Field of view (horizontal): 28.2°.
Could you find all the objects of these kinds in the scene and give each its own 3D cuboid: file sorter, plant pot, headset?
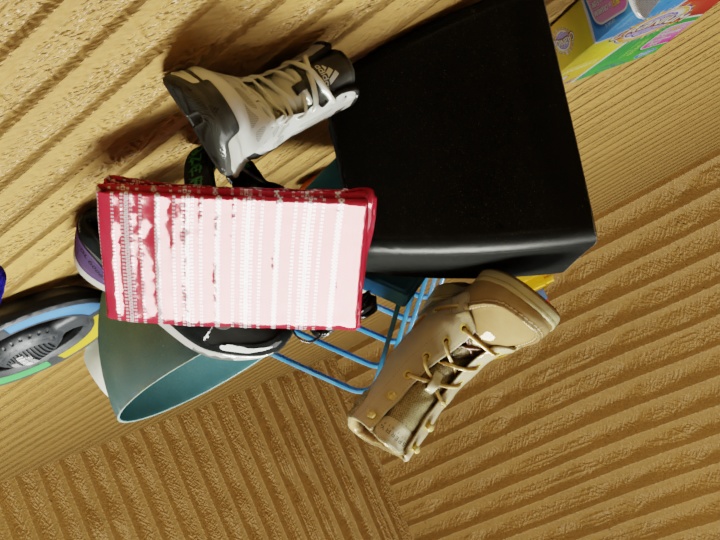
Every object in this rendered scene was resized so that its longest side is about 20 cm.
[{"bbox_3d":[0.000,0.000,1.309,0.200,0.137,0.124,-50,159,-56],"label":"file sorter"},{"bbox_3d":[0.069,-0.089,1.139,0.175,0.202,0.200,-12,173,-2],"label":"plant pot"},{"bbox_3d":[-0.176,0.039,1.396,0.198,0.136,0.200,-28,169,-6],"label":"plant pot"},{"bbox_3d":[-0.066,-0.021,1.139,0.093,0.201,0.124,-21,-143,16],"label":"headset"}]

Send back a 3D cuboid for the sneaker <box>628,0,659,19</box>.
[{"bbox_3d":[0.142,-0.202,0.770,0.075,0.116,0.199,-29,172,39],"label":"sneaker"}]

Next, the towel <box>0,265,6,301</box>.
[{"bbox_3d":[-0.323,0.052,1.067,0.149,0.049,0.200,-63,176,-4],"label":"towel"}]

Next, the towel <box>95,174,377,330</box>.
[{"bbox_3d":[-0.090,-0.010,1.049,0.197,0.023,0.146,2,136,-3],"label":"towel"}]

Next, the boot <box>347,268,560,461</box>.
[{"bbox_3d":[0.069,0.079,1.150,0.156,0.073,0.200,-52,-165,-17],"label":"boot"}]

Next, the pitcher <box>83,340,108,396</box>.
[{"bbox_3d":[-0.205,0.059,1.612,0.199,0.122,0.172,-39,-178,4],"label":"pitcher"}]

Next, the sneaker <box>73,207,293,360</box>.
[{"bbox_3d":[-0.145,0.011,1.170,0.088,0.198,0.076,124,-11,-71],"label":"sneaker"}]

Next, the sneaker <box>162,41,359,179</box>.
[{"bbox_3d":[-0.061,-0.121,0.944,0.115,0.076,0.200,-33,-178,-1],"label":"sneaker"}]

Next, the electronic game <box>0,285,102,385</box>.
[{"bbox_3d":[-0.336,0.072,1.439,0.198,0.042,0.200,-25,167,-6],"label":"electronic game"}]

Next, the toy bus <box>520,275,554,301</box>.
[{"bbox_3d":[0.310,0.014,2.786,0.134,0.194,0.200,-25,175,-3],"label":"toy bus"}]

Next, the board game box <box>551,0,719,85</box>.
[{"bbox_3d":[0.246,-0.229,1.265,0.152,0.041,0.200,-22,173,-23],"label":"board game box"}]

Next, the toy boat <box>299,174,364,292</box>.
[{"bbox_3d":[-0.032,-0.047,1.469,0.198,0.131,0.131,-23,144,-10],"label":"toy boat"}]
